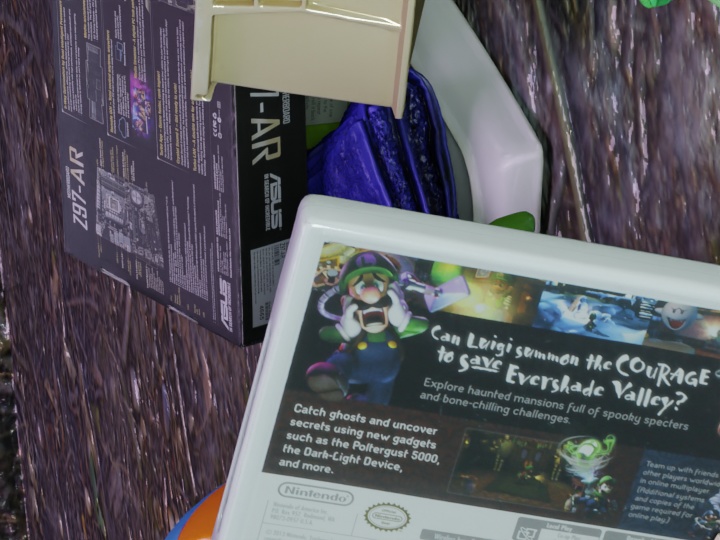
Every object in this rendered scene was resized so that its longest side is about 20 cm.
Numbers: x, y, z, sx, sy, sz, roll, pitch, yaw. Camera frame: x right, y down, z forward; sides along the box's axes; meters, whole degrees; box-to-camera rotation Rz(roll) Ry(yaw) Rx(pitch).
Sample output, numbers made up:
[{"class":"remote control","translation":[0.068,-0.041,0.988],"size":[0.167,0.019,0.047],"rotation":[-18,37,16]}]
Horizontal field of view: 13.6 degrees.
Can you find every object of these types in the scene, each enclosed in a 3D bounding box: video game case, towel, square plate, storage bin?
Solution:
[{"class":"video game case","translation":[0.056,0.069,1.044],"size":[0.023,0.199,0.182],"rotation":[-96,19,-57]},{"class":"towel","translation":[0.000,0.000,1.454],"size":[0.200,0.049,0.148],"rotation":[141,115,-67]},{"class":"square plate","translation":[0.043,-0.024,1.469],"size":[0.200,0.028,0.199],"rotation":[-117,23,-53]},{"class":"storage bin","translation":[-0.005,-0.204,1.275],"size":[0.200,0.093,0.199],"rotation":[-76,-6,-46]}]

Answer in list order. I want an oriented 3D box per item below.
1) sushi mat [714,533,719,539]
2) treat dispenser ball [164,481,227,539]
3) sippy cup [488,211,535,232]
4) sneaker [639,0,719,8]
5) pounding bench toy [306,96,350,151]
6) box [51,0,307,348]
[{"class":"sushi mat","translation":[0.119,0.195,1.075],"size":[0.096,0.012,0.200],"rotation":[41,123,24]},{"class":"treat dispenser ball","translation":[-0.011,0.186,1.437],"size":[0.201,0.200,0.202],"rotation":[172,90,-76]},{"class":"sippy cup","translation":[0.090,0.065,1.138],"size":[0.130,0.139,0.179],"rotation":[-100,18,-62]},{"class":"sneaker","translation":[0.094,-0.137,1.065],"size":[0.200,0.074,0.084],"rotation":[45,152,49]},{"class":"pounding bench toy","translation":[-0.051,-0.141,1.583],"size":[0.156,0.124,0.201],"rotation":[-115,22,-52]},{"class":"box","translation":[-0.090,-0.082,1.468],"size":[0.160,0.043,0.201],"rotation":[25,124,48]}]
